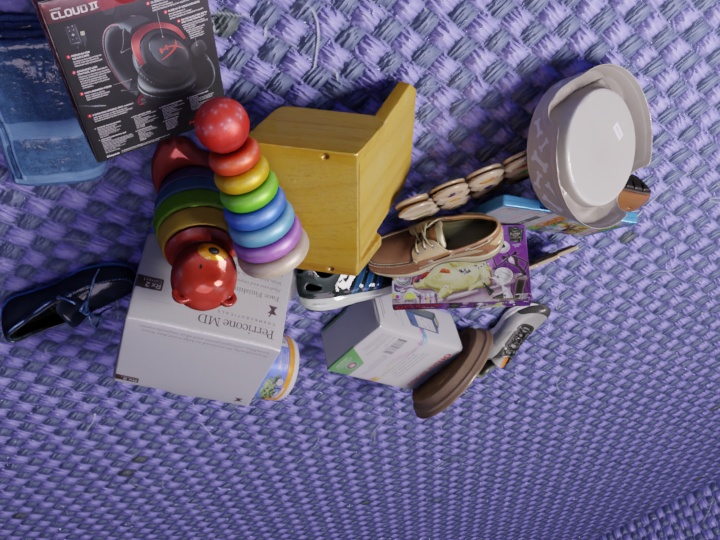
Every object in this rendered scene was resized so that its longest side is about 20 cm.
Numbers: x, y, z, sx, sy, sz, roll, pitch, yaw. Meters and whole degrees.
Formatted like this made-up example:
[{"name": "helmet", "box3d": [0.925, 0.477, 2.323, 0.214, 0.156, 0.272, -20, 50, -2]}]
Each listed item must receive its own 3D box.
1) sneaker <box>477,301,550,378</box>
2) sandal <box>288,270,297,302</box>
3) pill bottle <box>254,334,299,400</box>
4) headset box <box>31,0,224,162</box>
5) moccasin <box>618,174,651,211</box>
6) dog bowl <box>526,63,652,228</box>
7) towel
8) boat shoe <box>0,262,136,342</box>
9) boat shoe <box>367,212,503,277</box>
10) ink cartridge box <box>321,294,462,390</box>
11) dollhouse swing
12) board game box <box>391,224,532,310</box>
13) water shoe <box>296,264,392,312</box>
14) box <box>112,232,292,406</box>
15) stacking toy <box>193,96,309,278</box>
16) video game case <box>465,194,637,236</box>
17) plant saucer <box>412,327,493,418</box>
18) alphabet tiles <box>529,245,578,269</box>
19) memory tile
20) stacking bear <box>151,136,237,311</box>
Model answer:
[{"name": "sneaker", "box3d": [0.275, 0.129, 1.311, 0.074, 0.080, 0.200, 23, 128, -36]}, {"name": "sandal", "box3d": [-0.167, -0.016, 1.013, 0.082, 0.050, 0.202, -45, 130, 11]}, {"name": "pill bottle", "box3d": [-0.208, 0.142, 1.140, 0.199, 0.113, 0.112, 16, 133, -34]}, {"name": "headset box", "box3d": [-0.220, -0.223, 0.682, 0.148, 0.075, 0.201, -25, 146, -18]}, {"name": "moccasin", "box3d": [0.335, -0.116, 1.037, 0.200, 0.074, 0.078, 4, 131, -37]}, {"name": "dog bowl", "box3d": [0.288, -0.155, 0.893, 0.199, 0.058, 0.202, -7, 102, -37]}, {"name": "towel", "box3d": [-0.339, -0.173, 0.758, 0.111, 0.049, 0.201, -5, 141, -13]}, {"name": "boat shoe", "box3d": [-0.405, 0.054, 1.000, 0.199, 0.069, 0.084, -23, 142, 7]}, {"name": "boat shoe", "box3d": [0.104, -0.045, 0.998, 0.198, 0.076, 0.074, -12, 159, 1]}, {"name": "ink cartridge box", "box3d": [0.055, 0.123, 1.224, 0.199, 0.088, 0.145, 21, 131, -35]}, {"name": "dollhouse swing", "box3d": [-0.035, -0.128, 0.864, 0.180, 0.177, 0.201, 8, 142, 7]}, {"name": "board game box", "box3d": [0.144, -0.005, 1.033, 0.198, 0.121, 0.032, -3, 154, 5]}, {"name": "water shoe", "box3d": [0.000, 0.000, 1.061, 0.199, 0.071, 0.080, -19, 114, -22]}, {"name": "box", "box3d": [-0.217, 0.076, 0.966, 0.197, 0.132, 0.200, 15, 145, -16]}, {"name": "stacking toy", "box3d": [-0.121, -0.088, 0.742, 0.085, 0.086, 0.201, -17, 130, 3]}, {"name": "video game case", "box3d": [0.268, -0.077, 1.016, 0.198, 0.018, 0.143, 7, 174, -11]}, {"name": "plant saucer", "box3d": [0.158, 0.177, 1.266, 0.029, 0.200, 0.200, 40, 123, -7]}, {"name": "alphabet tiles", "box3d": [0.244, 0.001, 1.120, 0.199, 0.006, 0.166, -23, 178, 10]}, {"name": "memory tile", "box3d": [0.148, -0.110, 0.960, 0.199, 0.017, 0.153, -21, 173, 9]}, {"name": "stacking bear", "box3d": [-0.190, -0.043, 0.843, 0.121, 0.201, 0.114, 12, 135, -30]}]
